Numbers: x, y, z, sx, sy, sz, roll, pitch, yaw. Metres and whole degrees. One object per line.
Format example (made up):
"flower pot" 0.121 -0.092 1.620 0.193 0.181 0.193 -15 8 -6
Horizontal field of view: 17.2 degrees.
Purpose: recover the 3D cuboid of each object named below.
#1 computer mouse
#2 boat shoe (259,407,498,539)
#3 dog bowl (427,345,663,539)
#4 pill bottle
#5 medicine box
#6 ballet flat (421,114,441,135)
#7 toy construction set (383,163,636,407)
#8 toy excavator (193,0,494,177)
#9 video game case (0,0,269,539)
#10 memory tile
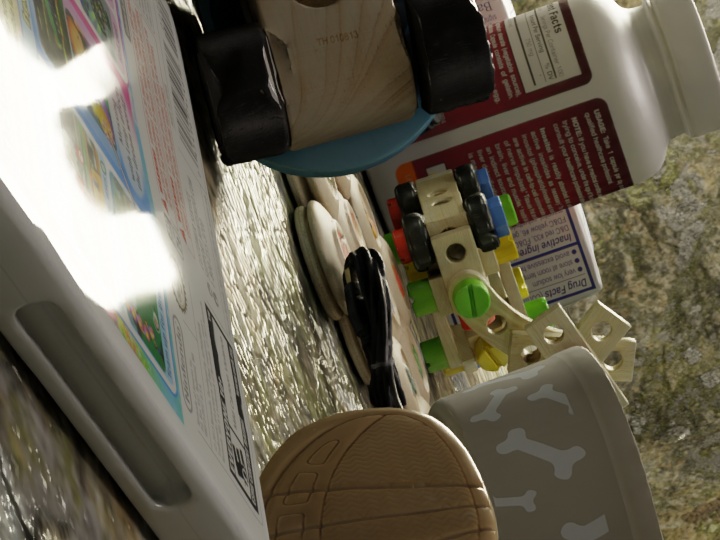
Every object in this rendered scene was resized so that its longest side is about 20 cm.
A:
"computer mouse" 0.009 0.065 0.888 0.200 0.034 0.059 -105 -171 -49
"boat shoe" 0.010 0.116 0.627 0.200 0.072 0.065 -105 -175 -53
"dog bowl" 0.067 0.130 0.874 0.200 0.058 0.201 172 -90 -84
"pill bottle" 0.101 -0.088 1.343 0.113 0.200 0.113 -18 90 -83
"medicine box" 0.073 -0.074 1.500 0.182 0.103 0.200 -61 132 -81
"ballet flat" -0.011 -0.111 1.208 0.200 0.057 0.067 45 37 -62
"toy construction set" 0.065 0.015 1.224 0.200 0.092 0.131 -145 -145 -70
"toy excavator" -0.031 -0.125 0.909 0.200 0.100 0.195 125 -51 -82
"video game case" -0.073 -0.047 0.574 0.182 0.024 0.200 62 12 -52
"memory tile" 0.000 0.000 1.069 0.200 0.017 0.154 63 10 -49
